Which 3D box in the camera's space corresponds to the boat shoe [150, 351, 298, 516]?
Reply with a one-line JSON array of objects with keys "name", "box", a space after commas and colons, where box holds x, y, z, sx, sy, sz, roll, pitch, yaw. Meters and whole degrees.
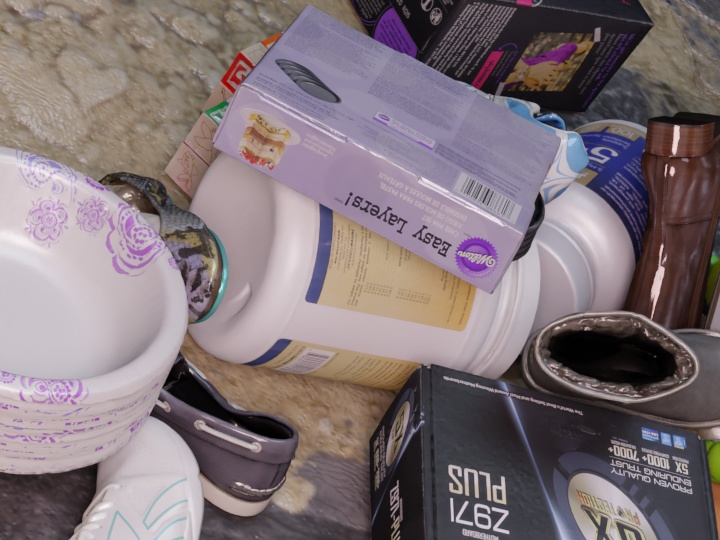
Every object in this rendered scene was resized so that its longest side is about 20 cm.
[{"name": "boat shoe", "box": [-0.118, 0.058, 1.545, 0.200, 0.063, 0.073, 41, 34, 7]}]

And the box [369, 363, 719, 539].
[{"name": "box", "box": [0.111, 0.164, 1.569, 0.199, 0.086, 0.164, 16, 46, -17]}]

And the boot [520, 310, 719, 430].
[{"name": "boot", "box": [0.185, 0.057, 1.608, 0.181, 0.200, 0.073, 0, 80, -4]}]

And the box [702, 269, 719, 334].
[{"name": "box", "box": [0.276, -0.014, 1.786, 0.032, 0.122, 0.200, 19, 42, 11]}]

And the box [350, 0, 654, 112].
[{"name": "box", "box": [0.108, -0.208, 2.024, 0.199, 0.106, 0.123, 4, 47, -40]}]

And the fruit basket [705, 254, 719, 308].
[{"name": "fruit basket", "box": [0.342, 0.063, 1.919, 0.214, 0.156, 0.216, -4, 12, 1]}]

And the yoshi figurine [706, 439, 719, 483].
[{"name": "yoshi figurine", "box": [0.324, 0.108, 1.740, 0.199, 0.113, 0.112, 4, 53, -16]}]

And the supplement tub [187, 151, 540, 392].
[{"name": "supplement tub", "box": [0.000, 0.000, 1.647, 0.199, 0.145, 0.145, 12, 41, -33]}]

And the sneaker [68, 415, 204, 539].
[{"name": "sneaker", "box": [-0.129, 0.153, 1.418, 0.080, 0.071, 0.201, 14, 41, -25]}]

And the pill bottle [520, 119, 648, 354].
[{"name": "pill bottle", "box": [0.149, -0.020, 1.826, 0.120, 0.120, 0.200, 41, 34, 6]}]

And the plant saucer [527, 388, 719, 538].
[{"name": "plant saucer", "box": [0.178, 0.149, 1.713, 0.199, 0.032, 0.201, 19, 42, -18]}]

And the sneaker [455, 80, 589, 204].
[{"name": "sneaker", "box": [0.098, -0.089, 1.777, 0.072, 0.072, 0.200, -20, 23, -10]}]

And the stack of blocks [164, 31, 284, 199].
[{"name": "stack of blocks", "box": [-0.050, -0.097, 1.793, 0.115, 0.059, 0.200, 43, 34, 9]}]

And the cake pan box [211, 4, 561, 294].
[{"name": "cake pan box", "box": [0.025, -0.077, 1.588, 0.199, 0.052, 0.184, 27, 26, -1]}]

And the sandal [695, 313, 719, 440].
[{"name": "sandal", "box": [0.257, 0.118, 1.828, 0.212, 0.077, 0.070, 58, 8, 18]}]

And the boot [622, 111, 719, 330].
[{"name": "boot", "box": [0.228, -0.006, 1.787, 0.064, 0.201, 0.186, 10, 9, 32]}]

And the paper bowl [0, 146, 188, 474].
[{"name": "paper bowl", "box": [-0.204, 0.031, 1.450, 0.200, 0.105, 0.201, 16, 40, -13]}]

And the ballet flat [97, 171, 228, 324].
[{"name": "ballet flat", "box": [-0.135, -0.014, 1.569, 0.072, 0.072, 0.200, 22, 7, -21]}]
